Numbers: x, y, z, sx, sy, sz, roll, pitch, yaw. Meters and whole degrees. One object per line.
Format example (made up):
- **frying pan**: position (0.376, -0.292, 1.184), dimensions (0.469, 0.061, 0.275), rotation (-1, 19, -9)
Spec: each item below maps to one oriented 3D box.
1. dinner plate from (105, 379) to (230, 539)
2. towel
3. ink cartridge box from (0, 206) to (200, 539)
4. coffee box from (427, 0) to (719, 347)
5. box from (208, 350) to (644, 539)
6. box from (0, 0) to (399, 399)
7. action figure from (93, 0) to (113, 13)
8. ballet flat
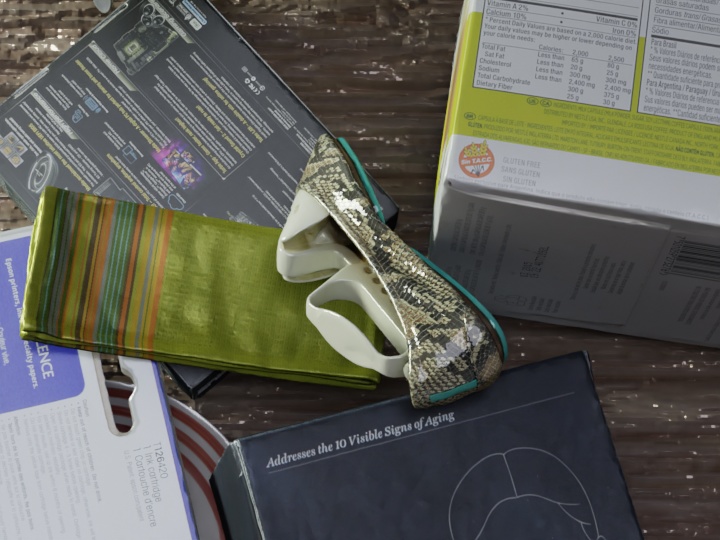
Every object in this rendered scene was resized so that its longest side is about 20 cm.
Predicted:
- **dinner plate**: position (-0.149, 0.160, 1.205), dimensions (0.200, 0.024, 0.200), rotation (1, 76, -3)
- **towel**: position (-0.082, 0.010, 1.185), dimensions (0.200, 0.018, 0.086), rotation (9, 74, -13)
- **ink cartridge box**: position (-0.205, 0.083, 1.185), dimensions (0.200, 0.047, 0.198), rotation (-12, 80, -8)
- **coffee box**: position (0.147, -0.088, 1.181), dimensions (0.200, 0.200, 0.198), rotation (8, 71, 0)
- **box**: position (0.044, 0.168, 1.149), dimensions (0.200, 0.124, 0.197), rotation (-13, 79, -14)
- **box**: position (-0.102, -0.051, 1.247), dimensions (0.160, 0.044, 0.200), rotation (-42, 81, -11)
- **action figure**: position (-0.090, -0.196, 1.240), dimensions (0.118, 0.055, 0.200), rotation (28, 37, 33)
- **ballet flat**: position (0.000, 0.000, 1.146), dimensions (0.075, 0.068, 0.200), rotation (-26, 48, -13)
